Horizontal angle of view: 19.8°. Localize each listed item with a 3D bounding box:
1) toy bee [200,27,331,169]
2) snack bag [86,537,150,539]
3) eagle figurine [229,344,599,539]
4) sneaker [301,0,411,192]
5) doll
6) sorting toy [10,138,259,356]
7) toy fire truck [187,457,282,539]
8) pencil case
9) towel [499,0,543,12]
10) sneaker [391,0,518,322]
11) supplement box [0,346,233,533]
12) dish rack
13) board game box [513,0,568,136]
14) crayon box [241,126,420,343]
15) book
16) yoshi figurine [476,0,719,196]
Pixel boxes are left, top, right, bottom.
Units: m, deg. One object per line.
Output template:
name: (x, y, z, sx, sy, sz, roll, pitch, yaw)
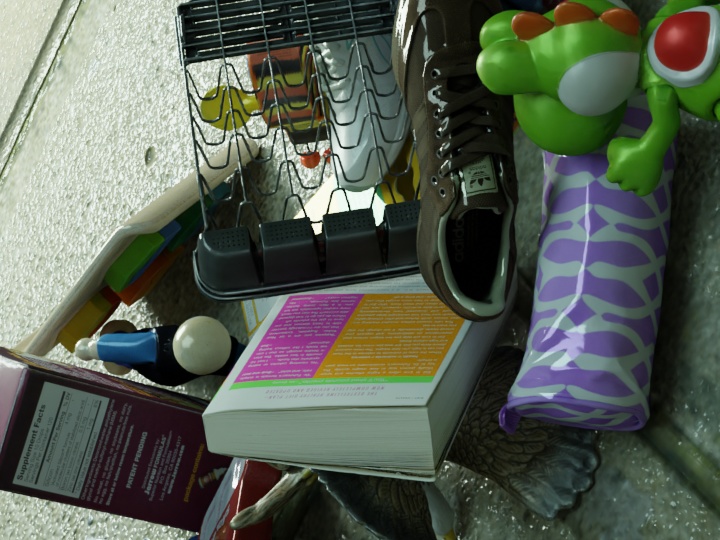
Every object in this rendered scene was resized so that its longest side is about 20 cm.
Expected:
toy bee: (-0.031, -0.122, 1.429, 0.130, 0.200, 0.109, -5, 103, 29)
snack bag: (-0.180, 0.291, 1.520, 0.200, 0.021, 0.190, 3, 78, 56)
eagle figurine: (0.027, 0.104, 1.217, 0.200, 0.150, 0.152, -14, 52, 64)
sneaker: (-0.008, -0.151, 1.319, 0.070, 0.080, 0.201, 1, 85, 57)
doll: (-0.137, 0.058, 1.467, 0.200, 0.136, 0.049, 174, 103, -70)
sorting toy: (-0.170, -0.006, 1.549, 0.200, 0.036, 0.185, -43, 0, 34)
toy fire truck: (-0.096, 0.219, 1.344, 0.168, 0.112, 0.200, -82, 13, -47)
pencil case: (0.128, -0.009, 1.149, 0.085, 0.084, 0.201, 1, 72, 21)
towel: (0.058, -0.207, 1.220, 0.049, 0.111, 0.200, -52, 15, 21)
sneaker: (0.063, -0.068, 1.125, 0.076, 0.070, 0.201, -125, 26, -64)
supplement box: (-0.179, 0.118, 1.434, 0.110, 0.199, 0.086, 15, 88, 56)
dish rack: (-0.036, -0.089, 1.243, 0.055, 0.153, 0.201, 89, 172, -65)
board game box: (0.109, -0.163, 1.239, 0.096, 0.030, 0.200, -52, 13, 26)
crayon box: (0.000, 0.000, 1.364, 0.200, 0.051, 0.126, -48, 40, 34)
book: (0.004, 0.043, 1.190, 0.200, 0.133, 0.048, -58, -35, -57)
yoshi figurine: (0.162, -0.099, 1.082, 0.112, 0.199, 0.113, -64, -23, -63)
